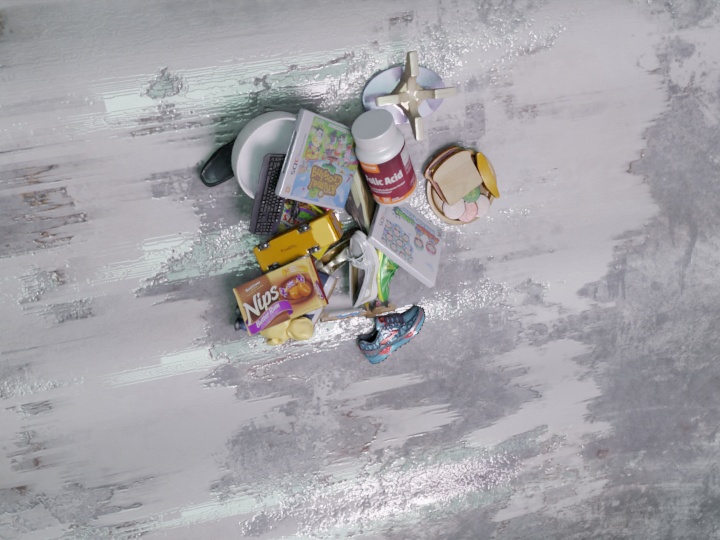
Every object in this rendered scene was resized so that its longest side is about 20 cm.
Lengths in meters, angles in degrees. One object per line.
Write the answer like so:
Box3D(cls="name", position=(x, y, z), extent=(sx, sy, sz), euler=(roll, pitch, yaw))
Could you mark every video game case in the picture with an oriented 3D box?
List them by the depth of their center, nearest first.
Box3D(cls="video game case", position=(-0.081, -0.234, 1.247), extent=(0.198, 0.022, 0.185), euler=(7, 106, -49))
Box3D(cls="video game case", position=(0.113, -0.081, 1.368), extent=(0.199, 0.184, 0.024), euler=(36, 135, -19))

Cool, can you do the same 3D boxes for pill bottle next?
Box3D(cls="pill bottle", position=(0.054, -0.249, 1.280), extent=(0.113, 0.115, 0.201), euler=(-28, 139, 0))

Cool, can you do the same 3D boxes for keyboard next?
Box3D(cls="keyboard", position=(-0.173, -0.164, 1.258), extent=(0.125, 0.021, 0.202), euler=(-9, 133, -36))

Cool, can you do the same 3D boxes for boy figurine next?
Box3D(cls="boy figurine", position=(-0.206, 0.122, 1.386), extent=(0.196, 0.064, 0.127), euler=(8, 106, 12))

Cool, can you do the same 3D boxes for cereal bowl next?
Box3D(cls="cereal bowl", position=(-0.191, -0.253, 1.237), extent=(0.198, 0.083, 0.202), euler=(-24, 139, -23))

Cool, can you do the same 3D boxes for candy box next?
Box3D(cls="candy box", position=(-0.183, 0.059, 1.310), extent=(0.197, 0.056, 0.119), euler=(-22, 87, 17))
Box3D(cls="candy box", position=(-0.147, -0.125, 1.346), extent=(0.199, 0.026, 0.103), euler=(36, 111, -5))

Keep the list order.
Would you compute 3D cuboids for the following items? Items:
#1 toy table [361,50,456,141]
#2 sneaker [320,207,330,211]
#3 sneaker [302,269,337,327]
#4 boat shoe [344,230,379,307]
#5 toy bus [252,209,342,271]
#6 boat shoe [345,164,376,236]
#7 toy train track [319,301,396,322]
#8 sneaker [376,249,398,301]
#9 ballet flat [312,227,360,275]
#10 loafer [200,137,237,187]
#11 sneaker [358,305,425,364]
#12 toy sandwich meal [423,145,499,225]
Box3D(cls="toy table", position=(0.109, -0.391, 1.289), extent=(0.197, 0.117, 0.187), euler=(-21, 110, -4))
Box3D(cls="sneaker", position=(-0.092, -0.223, 1.321), extent=(0.072, 0.087, 0.204), euler=(-2, 109, -9))
Box3D(cls="sneaker", position=(-0.132, 0.063, 1.397), extent=(0.107, 0.071, 0.201), euler=(27, 135, -1))
Box3D(cls="boat shoe", position=(-0.001, 0.000, 1.356), extent=(0.064, 0.074, 0.204), euler=(-30, 139, -29))
Box3D(cls="toy bus", position=(-0.144, -0.067, 1.309), extent=(0.197, 0.078, 0.066), euler=(-22, 106, 16))
Box3D(cls="boat shoe", position=(-0.004, -0.155, 1.363), extent=(0.065, 0.072, 0.205), euler=(-12, 95, 24))
Box3D(cls="toy train track", position=(-0.007, 0.099, 1.438), extent=(0.196, 0.115, 0.033), euler=(-8, 74, -16))
Box3D(cls="sneaker", position=(0.072, -0.016, 1.425), extent=(0.082, 0.074, 0.204), euler=(2, 107, -7))
Box3D(cls="ballet flat", position=(-0.065, -0.029, 1.395), extent=(0.199, 0.075, 0.068), euler=(-38, 112, 4))
Box3D(cls="loafer", position=(-0.279, -0.259, 1.284), extent=(0.199, 0.070, 0.068), euler=(-37, 107, 3))
Box3D(cls="sneaker", position=(0.079, 0.152, 1.479), extent=(0.199, 0.079, 0.096), euler=(-41, 108, 4))
Box3D(cls="toy sandwich meal", position=(0.251, -0.205, 1.399), extent=(0.201, 0.070, 0.209), euler=(-3, 108, -9))
